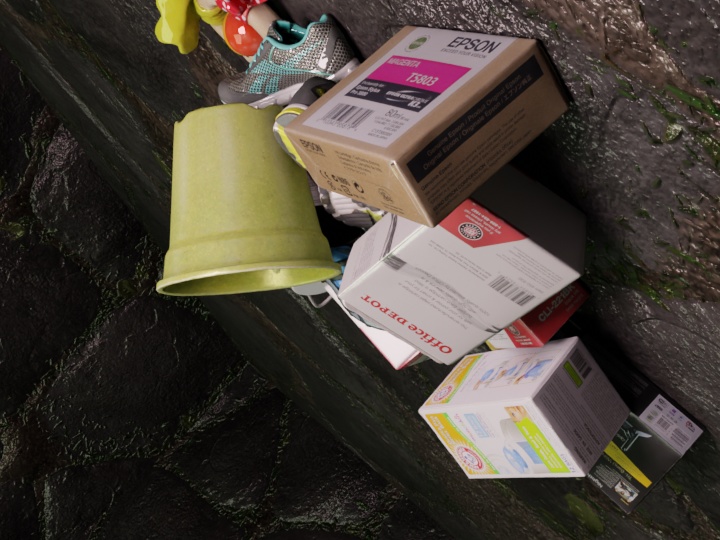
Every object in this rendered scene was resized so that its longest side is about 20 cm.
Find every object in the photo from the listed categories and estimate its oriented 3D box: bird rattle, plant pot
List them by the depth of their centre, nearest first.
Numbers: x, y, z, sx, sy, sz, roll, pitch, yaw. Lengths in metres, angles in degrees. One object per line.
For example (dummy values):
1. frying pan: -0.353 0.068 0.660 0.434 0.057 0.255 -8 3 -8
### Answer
1. plant pot: -0.130 -0.077 1.223 0.200 0.200 0.185 145 119 -77
2. bird rattle: -0.137 -0.298 1.284 0.163 0.113 0.200 40 158 -29

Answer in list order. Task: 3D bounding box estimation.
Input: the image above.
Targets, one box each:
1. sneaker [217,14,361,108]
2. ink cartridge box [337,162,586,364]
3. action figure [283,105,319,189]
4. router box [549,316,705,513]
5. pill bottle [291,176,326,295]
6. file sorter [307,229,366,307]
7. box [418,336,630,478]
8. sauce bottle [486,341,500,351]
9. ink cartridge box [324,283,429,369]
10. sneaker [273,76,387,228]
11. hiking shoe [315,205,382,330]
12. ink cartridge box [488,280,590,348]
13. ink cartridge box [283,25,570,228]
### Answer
1. sneaker: -0.085 -0.230 1.233 0.199 0.078 0.091 -6 121 37
2. ink cartridge box: 0.095 -0.012 1.080 0.147 0.083 0.200 32 136 -19
3. action figure: -0.066 -0.163 1.301 0.200 0.134 0.149 34 161 34
4. router box: 0.274 0.166 1.296 0.200 0.052 0.157 42 147 16
5. pill bottle: -0.080 -0.076 1.495 0.114 0.113 0.200 79 169 -66
6. file sorter: -0.095 -0.060 1.684 0.200 0.139 0.125 38 167 31
7. box: 0.178 0.157 1.253 0.113 0.101 0.200 53 148 -14
8. sauce bottle: 0.154 0.039 1.365 0.200 0.066 0.066 50 166 -25
9. ink cartridge box: 0.056 0.043 1.457 0.146 0.085 0.200 48 -165 12
10. sneaker: -0.012 -0.121 1.181 0.074 0.085 0.200 4 147 33
11. hiking shoe: 0.000 0.000 1.312 0.200 0.074 0.087 32 144 17
12. ink cartridge box: 0.133 -0.013 1.236 0.200 0.084 0.144 46 167 -6
13. ink cartridge box: 0.051 -0.131 0.969 0.200 0.165 0.075 24 152 56
